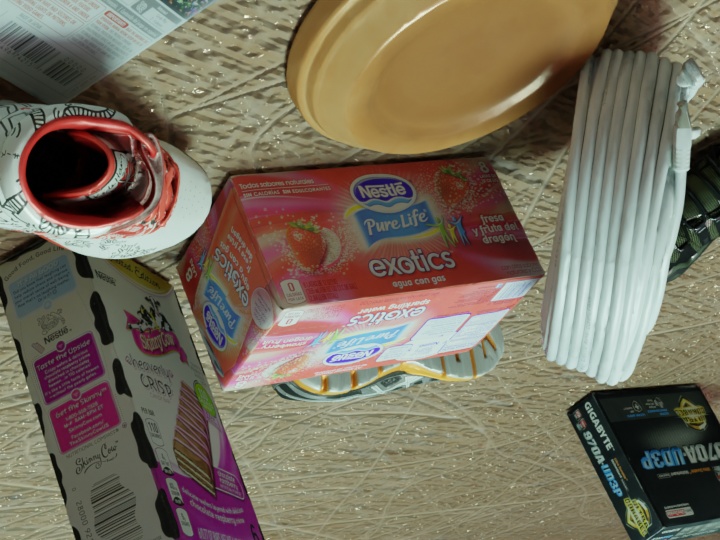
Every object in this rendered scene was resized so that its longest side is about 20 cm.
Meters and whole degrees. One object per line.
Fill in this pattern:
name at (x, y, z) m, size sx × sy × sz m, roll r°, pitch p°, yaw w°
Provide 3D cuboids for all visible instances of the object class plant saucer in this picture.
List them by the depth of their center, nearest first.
plant saucer at (0.058, -0.124, 0.825) m, size 0.199 × 0.038 × 0.201 m, roll -20°, pitch 155°, yaw -10°

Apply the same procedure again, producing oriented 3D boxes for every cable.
cable at (0.152, -0.033, 0.915) m, size 0.069 × 0.202 × 0.200 m, roll 10°, pitch -173°, yaw 6°

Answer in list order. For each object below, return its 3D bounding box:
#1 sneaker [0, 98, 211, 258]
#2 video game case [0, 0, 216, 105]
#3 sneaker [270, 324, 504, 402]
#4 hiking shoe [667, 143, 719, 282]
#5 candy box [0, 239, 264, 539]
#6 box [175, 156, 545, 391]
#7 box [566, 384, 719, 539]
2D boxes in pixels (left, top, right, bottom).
sneaker at (-0.119, -0.039, 0.738) m, size 0.107 × 0.068 × 0.201 m, roll 11°, pitch 178°, yaw 39°
video game case at (-0.115, -0.153, 0.620) m, size 0.181 × 0.023 × 0.200 m, roll -31°, pitch 155°, yaw 15°
sneaker at (0.019, 0.056, 1.131) m, size 0.199 × 0.079 × 0.077 m, roll -4°, pitch 163°, yaw -31°
hiking shoe at (0.251, -0.057, 1.121) m, size 0.199 × 0.076 × 0.101 m, roll -21°, pitch 149°, yaw -31°
candy box at (-0.130, 0.088, 0.881) m, size 0.061 × 0.201 × 0.136 m, roll -28°, pitch 158°, yaw 10°
box at (0.000, 0.000, 0.953) m, size 0.199 × 0.095 × 0.103 m, roll -7°, pitch 151°, yaw -33°
box at (0.324, 0.202, 1.600) m, size 0.199 × 0.160 × 0.046 m, roll 2°, pitch 144°, yaw -44°
